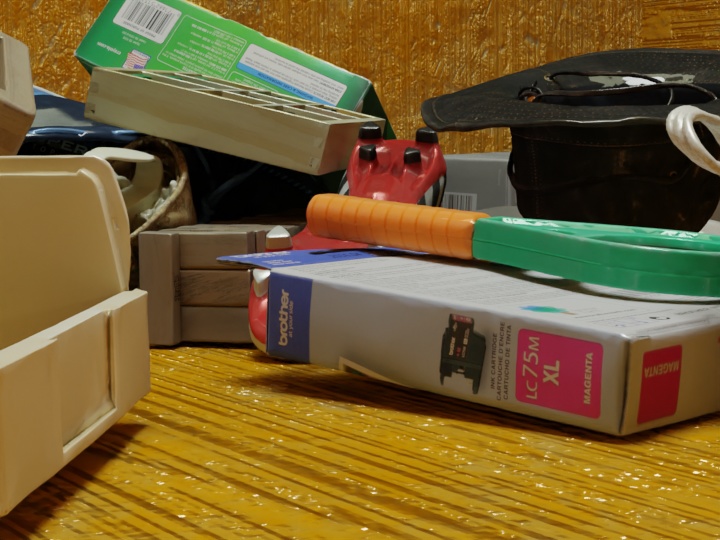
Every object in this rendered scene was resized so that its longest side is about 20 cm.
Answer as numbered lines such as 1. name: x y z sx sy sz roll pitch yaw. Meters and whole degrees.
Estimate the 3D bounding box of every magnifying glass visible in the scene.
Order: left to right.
1. magnifying glass: 0.068 -0.012 0.642 0.199 0.023 0.079 7 8 31

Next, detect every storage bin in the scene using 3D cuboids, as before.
1. storage bin: -0.176 0.014 0.472 0.197 0.094 0.200 -1 5 4

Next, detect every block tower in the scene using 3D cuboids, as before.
1. block tower: -0.046 0.000 0.834 0.057 0.054 0.200 0 6 20

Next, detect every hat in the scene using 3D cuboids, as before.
1. hat: 0.130 -0.054 0.765 0.199 0.081 0.201 -8 13 2

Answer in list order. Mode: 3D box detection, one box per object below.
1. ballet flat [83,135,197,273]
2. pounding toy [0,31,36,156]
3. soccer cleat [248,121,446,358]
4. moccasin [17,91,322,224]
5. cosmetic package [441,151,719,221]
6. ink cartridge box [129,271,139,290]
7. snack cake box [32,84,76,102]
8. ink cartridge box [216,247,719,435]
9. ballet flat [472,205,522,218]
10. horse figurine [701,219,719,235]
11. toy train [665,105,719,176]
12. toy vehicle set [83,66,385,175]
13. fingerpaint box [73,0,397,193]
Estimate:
1. ballet flat: -0.135 -0.019 0.754 0.070 0.066 0.200 10 22 13
2. pounding toy: -0.260 -0.062 0.727 0.183 0.143 0.200 26 12 -20
3. soccer cleat: 0.000 0.000 0.785 0.068 0.086 0.200 5 31 15
4. moccasin: -0.115 -0.043 0.926 0.199 0.081 0.068 10 19 -18
5. cosmetic package: 0.141 -0.036 1.047 0.199 0.091 0.107 0 4 -31
6. ink cartridge box: -0.225 0.003 0.874 0.199 0.045 0.176 -3 6 -27
7. snack cake box: -0.153 -0.053 1.027 0.199 0.068 0.115 20 -8 -30
8. ink cartridge box: 0.051 0.020 0.620 0.199 0.042 0.119 13 13 42
9. ballet flat: 0.018 -0.003 0.962 0.199 0.047 0.067 -4 34 25
10. horse figurine: 0.192 -0.019 0.915 0.199 0.050 0.133 7 35 10
11. toy train: 0.189 -0.008 0.597 0.199 0.056 0.151 -7 52 -41
12. toy vehicle set: -0.061 -0.084 0.891 0.124 0.027 0.200 14 8 7
13. fingerpaint box: -0.073 -0.098 1.105 0.199 0.074 0.167 27 -13 21
